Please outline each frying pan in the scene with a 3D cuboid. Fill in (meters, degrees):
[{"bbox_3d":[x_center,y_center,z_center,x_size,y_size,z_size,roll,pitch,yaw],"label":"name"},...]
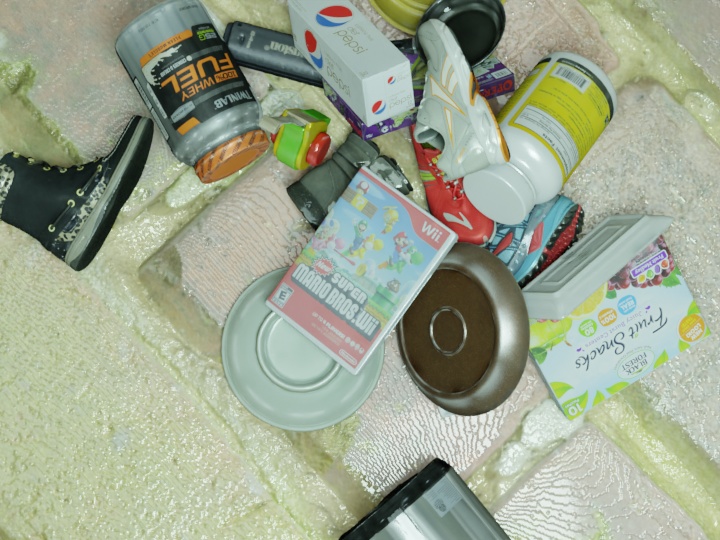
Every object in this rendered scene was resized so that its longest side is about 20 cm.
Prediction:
[{"bbox_3d":[0.088,-0.261,1.656,0.189,0.031,0.115,-32,57,11],"label":"frying pan"}]

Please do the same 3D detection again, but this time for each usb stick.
[{"bbox_3d":[-0.073,-0.258,1.719,0.198,0.033,0.056,15,85,3],"label":"usb stick"}]

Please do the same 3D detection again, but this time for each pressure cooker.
[{"bbox_3d":[0.087,0.337,1.579,0.176,0.179,0.200,-40,84,-6],"label":"pressure cooker"}]

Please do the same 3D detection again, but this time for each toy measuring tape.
[{"bbox_3d":[-0.083,-0.150,1.632,0.073,0.200,0.074,2,99,17],"label":"toy measuring tape"}]

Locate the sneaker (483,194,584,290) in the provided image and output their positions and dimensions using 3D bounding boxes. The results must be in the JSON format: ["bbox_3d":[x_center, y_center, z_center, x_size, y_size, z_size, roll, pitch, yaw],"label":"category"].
[{"bbox_3d":[0.180,-0.013,1.679,0.095,0.079,0.200,39,93,33],"label":"sneaker"}]

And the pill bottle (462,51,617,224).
[{"bbox_3d":[0.206,-0.152,1.633,0.112,0.113,0.200,37,64,4],"label":"pill bottle"}]

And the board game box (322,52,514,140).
[{"bbox_3d":[0.068,-0.220,1.657,0.199,0.032,0.120,-19,45,-15],"label":"board game box"}]

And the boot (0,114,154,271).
[{"bbox_3d":[-0.353,-0.120,1.690,0.153,0.073,0.205,26,83,7],"label":"boot"}]

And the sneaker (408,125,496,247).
[{"bbox_3d":[0.099,-0.117,1.660,0.076,0.085,0.201,-24,71,4],"label":"sneaker"}]

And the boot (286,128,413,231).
[{"bbox_3d":[0.014,-0.065,1.678,0.130,0.068,0.201,-38,82,-1],"label":"boot"}]

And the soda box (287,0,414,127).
[{"bbox_3d":[-0.013,-0.252,1.625,0.063,0.068,0.200,-24,45,-16],"label":"soda box"}]

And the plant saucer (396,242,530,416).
[{"bbox_3d":[0.108,0.069,1.616,0.199,0.032,0.202,3,94,44],"label":"plant saucer"}]

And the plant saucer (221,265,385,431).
[{"bbox_3d":[-0.069,0.091,1.673,0.198,0.050,0.202,0,84,0],"label":"plant saucer"}]

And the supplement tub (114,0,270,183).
[{"bbox_3d":[-0.196,-0.213,1.671,0.122,0.123,0.201,-31,85,-2],"label":"supplement tub"}]

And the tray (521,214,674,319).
[{"bbox_3d":[0.260,-0.011,1.606,0.200,0.107,0.022,-38,107,-24],"label":"tray"}]

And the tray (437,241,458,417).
[{"bbox_3d":[0.108,0.063,1.654,0.022,0.107,0.202,-5,73,-42],"label":"tray"}]

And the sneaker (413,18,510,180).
[{"bbox_3d":[0.091,-0.191,1.568,0.091,0.076,0.201,-25,63,7],"label":"sneaker"}]

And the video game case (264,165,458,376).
[{"bbox_3d":[0.000,0.000,1.623,0.143,0.017,0.201,37,93,17],"label":"video game case"}]

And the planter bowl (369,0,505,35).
[{"bbox_3d":[0.094,-0.391,1.702,0.198,0.083,0.202,0,82,2],"label":"planter bowl"}]

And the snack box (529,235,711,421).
[{"bbox_3d":[0.292,0.063,1.648,0.199,0.053,0.143,-31,106,-2],"label":"snack box"}]
